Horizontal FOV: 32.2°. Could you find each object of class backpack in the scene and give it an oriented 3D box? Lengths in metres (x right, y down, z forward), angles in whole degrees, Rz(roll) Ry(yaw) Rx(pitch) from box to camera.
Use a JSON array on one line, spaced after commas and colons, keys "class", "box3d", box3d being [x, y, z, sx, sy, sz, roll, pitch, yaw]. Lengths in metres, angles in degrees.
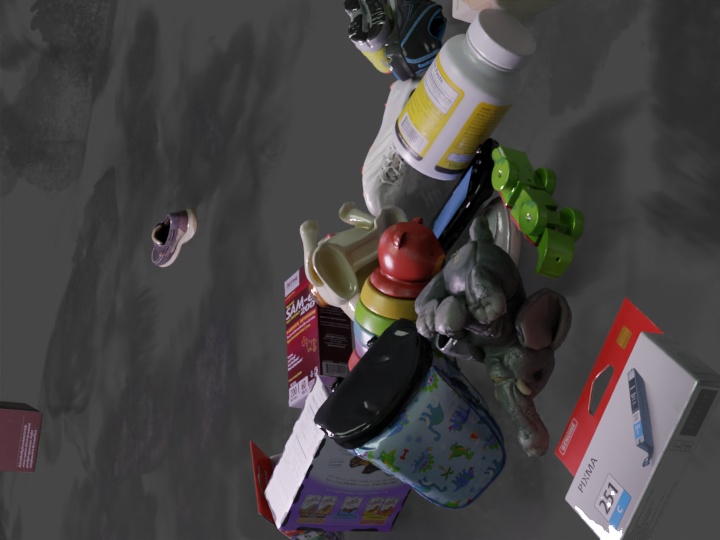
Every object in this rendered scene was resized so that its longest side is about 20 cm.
[{"class": "backpack", "box3d": [0.075, 0.180, 1.423, 0.163, 0.200, 0.154, -47, 45, -2]}]

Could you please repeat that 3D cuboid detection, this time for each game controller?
[{"class": "game controller", "box3d": [0.118, -0.071, 1.541, 0.200, 0.042, 0.105, -58, 2, 44]}]

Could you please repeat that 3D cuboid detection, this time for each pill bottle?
[{"class": "pill bottle", "box3d": [0.129, -0.216, 1.522, 0.200, 0.111, 0.112, -55, 38, 39]}]

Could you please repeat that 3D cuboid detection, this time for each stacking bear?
[{"class": "stacking bear", "box3d": [0.052, 0.037, 1.520, 0.113, 0.121, 0.201, 21, 117, 25]}]

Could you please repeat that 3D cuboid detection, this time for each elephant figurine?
[{"class": "elephant figurine", "box3d": [0.164, 0.074, 1.380, 0.155, 0.200, 0.142, -47, 20, 9]}]

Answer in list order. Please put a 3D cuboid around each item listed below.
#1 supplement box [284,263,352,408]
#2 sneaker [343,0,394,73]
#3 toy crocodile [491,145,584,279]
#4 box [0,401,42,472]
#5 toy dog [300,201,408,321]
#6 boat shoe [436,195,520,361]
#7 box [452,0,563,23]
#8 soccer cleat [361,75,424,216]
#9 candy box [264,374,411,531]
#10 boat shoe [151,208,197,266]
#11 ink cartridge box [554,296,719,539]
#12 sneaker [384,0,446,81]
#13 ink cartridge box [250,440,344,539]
[{"class": "supplement box", "box3d": [-0.063, 0.093, 1.847, 0.109, 0.060, 0.202, -39, 49, 53]}, {"class": "sneaker", "box3d": [0.027, -0.353, 1.794, 0.078, 0.090, 0.201, -20, 37, 23]}, {"class": "toy crocodile", "box3d": [0.193, -0.072, 1.406, 0.062, 0.067, 0.201, -62, 34, 33]}, {"class": "box", "box3d": [-0.958, 0.438, 3.317, 0.200, 0.163, 0.167, 4, 85, 62]}, {"class": "toy dog", "box3d": [0.000, 0.000, 1.682, 0.139, 0.194, 0.200, -39, 15, -12]}, {"class": "boat shoe", "box3d": [0.135, 0.007, 1.490, 0.072, 0.068, 0.201, 36, 113, 60]}, {"class": "box", "box3d": [0.195, -0.360, 1.473, 0.200, 0.077, 0.096, -16, 69, 60]}, {"class": "soccer cleat", "box3d": [0.053, -0.168, 1.701, 0.077, 0.069, 0.202, 20, 97, 59]}, {"class": "candy box", "box3d": [-0.007, 0.236, 1.587, 0.201, 0.167, 0.072, -65, 34, 26]}, {"class": "boat shoe", "box3d": [-0.386, -0.068, 2.494, 0.200, 0.064, 0.072, -39, 51, 53]}, {"class": "ink cartridge box", "box3d": [0.259, 0.150, 1.245, 0.176, 0.044, 0.201, 50, 125, 54]}, {"class": "sneaker", "box3d": [0.083, -0.346, 1.711, 0.081, 0.073, 0.201, -16, 54, 23]}, {"class": "ink cartridge box", "box3d": [-0.083, 0.307, 1.698, 0.050, 0.200, 0.110, -19, 57, 12]}]
